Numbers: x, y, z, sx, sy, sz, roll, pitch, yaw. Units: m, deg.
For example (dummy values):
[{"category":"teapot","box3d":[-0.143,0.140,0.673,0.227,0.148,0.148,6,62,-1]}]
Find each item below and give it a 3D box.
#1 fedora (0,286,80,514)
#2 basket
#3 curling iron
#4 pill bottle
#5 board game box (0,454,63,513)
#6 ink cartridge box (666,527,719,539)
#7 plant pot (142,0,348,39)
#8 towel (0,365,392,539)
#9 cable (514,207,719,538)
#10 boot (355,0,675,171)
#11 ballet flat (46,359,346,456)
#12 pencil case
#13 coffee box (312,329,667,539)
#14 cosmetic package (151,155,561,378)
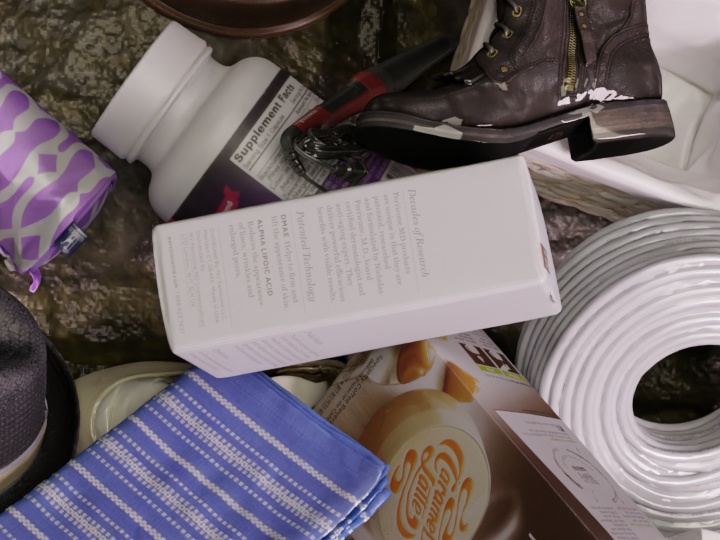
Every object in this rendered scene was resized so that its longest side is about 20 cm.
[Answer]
[{"category":"fedora","box3d":[-0.242,0.052,1.093,0.199,0.092,0.202,13,47,-14]},{"category":"basket","box3d":[0.151,-0.109,1.215,0.199,0.123,0.137,20,79,-9]},{"category":"curling iron","box3d":[0.010,-0.095,1.158,0.050,0.026,0.200,44,35,-1]},{"category":"pill bottle","box3d":[-0.052,-0.052,1.173,0.199,0.111,0.112,37,78,-5]},{"category":"board game box","box3d":[-0.213,0.193,1.104,0.150,0.047,0.201,18,55,-9]},{"category":"ink cartridge box","box3d":[0.240,0.211,1.181,0.199,0.117,0.068,17,63,-27]},{"category":"plant pot","box3d":[-0.056,-0.254,1.152,0.199,0.198,0.202,1,82,-11]},{"category":"towel","box3d":[-0.097,0.130,1.073,0.144,0.024,0.200,35,57,29]},{"category":"cable","box3d":[0.188,0.065,1.172,0.199,0.069,0.200,29,111,-19]},{"category":"boot","box3d":[0.084,-0.148,1.116,0.198,0.069,0.176,-4,81,-18]},{"category":"ballet flat","box3d":[-0.093,0.082,1.172,0.198,0.069,0.070,-7,85,-12]},{"category":"pencil case","box3d":[-0.231,-0.081,1.159,0.200,0.084,0.086,42,101,-3]},{"category":"coffee box","box3d":[0.063,0.125,1.106,0.115,0.079,0.200,-54,51,16]},{"category":"cosmetic package","box3d":[0.000,0.000,1.064,0.198,0.102,0.075,-12,78,7]}]
